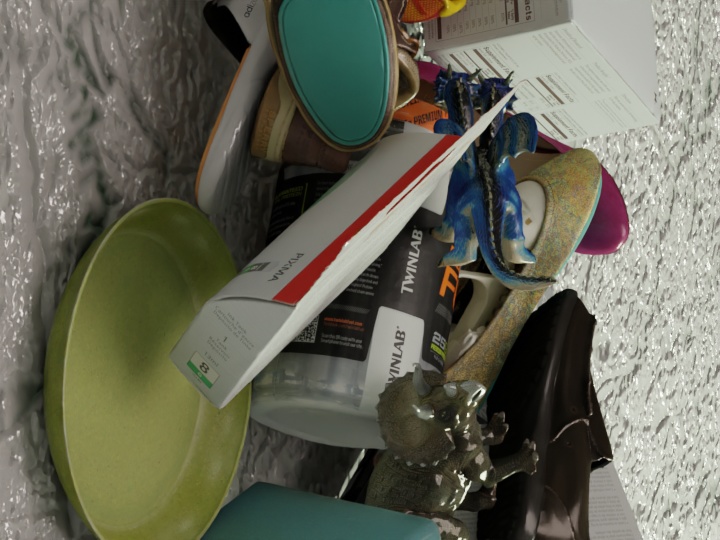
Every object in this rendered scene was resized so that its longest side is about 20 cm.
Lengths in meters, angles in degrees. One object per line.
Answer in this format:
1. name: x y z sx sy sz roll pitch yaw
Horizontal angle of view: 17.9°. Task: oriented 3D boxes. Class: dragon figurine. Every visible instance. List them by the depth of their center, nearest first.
1. dragon figurine: 0.070 -0.056 1.295 0.200 0.058 0.100 -100 -171 -71

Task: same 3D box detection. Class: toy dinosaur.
1. toy dinosaur: 0.040 0.129 1.330 0.077 0.101 0.201 -119 -139 -52

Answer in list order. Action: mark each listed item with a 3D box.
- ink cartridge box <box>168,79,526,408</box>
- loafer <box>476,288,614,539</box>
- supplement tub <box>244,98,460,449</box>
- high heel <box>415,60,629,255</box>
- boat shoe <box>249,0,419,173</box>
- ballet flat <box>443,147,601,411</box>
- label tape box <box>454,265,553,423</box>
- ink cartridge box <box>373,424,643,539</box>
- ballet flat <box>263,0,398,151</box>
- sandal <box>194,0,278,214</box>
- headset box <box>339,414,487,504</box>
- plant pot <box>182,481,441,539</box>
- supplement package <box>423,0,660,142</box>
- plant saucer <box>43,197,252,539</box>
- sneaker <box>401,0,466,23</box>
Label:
1. ink cartridge box: -0.011 -0.026 1.213 0.161 0.050 0.200 -44 174 -34
2. loafer: 0.121 0.104 1.429 0.071 0.073 0.201 27 55 -19
3. supplement tub: 0.000 0.000 1.394 0.122 0.122 0.202 37 59 -59
4. high heel: 0.091 -0.074 1.518 0.096 0.200 0.068 17 105 -50
5. boat shoe: 0.001 -0.115 1.338 0.200 0.071 0.073 -57 165 -56
6. ballet flat: 0.086 0.002 1.448 0.201 0.070 0.071 -61 150 -3
7. label tape box: 0.093 0.053 1.586 0.201 0.063 0.145 61 27 -26
8. ink cartridge box: 0.110 0.191 1.431 0.161 0.050 0.201 1 59 -33
9. ballet flat: -0.027 -0.165 1.249 0.063 0.068 0.202 -113 -174 -79
10. sandal: -0.068 -0.133 1.310 0.079 0.059 0.208 89 22 -66
11. headset box: 0.080 0.191 1.495 0.075 0.199 0.149 -50 -176 43
12. plant pot: -0.062 0.230 1.263 0.199 0.141 0.143 -27 117 -47
13. supplement package: 0.130 -0.200 1.632 0.200 0.110 0.157 36 49 -60
14. plant saucer: -0.120 0.060 1.255 0.200 0.031 0.202 -11 102 -63
15. sneaker: 0.044 -0.267 1.521 0.073 0.077 0.202 -19 107 -61
